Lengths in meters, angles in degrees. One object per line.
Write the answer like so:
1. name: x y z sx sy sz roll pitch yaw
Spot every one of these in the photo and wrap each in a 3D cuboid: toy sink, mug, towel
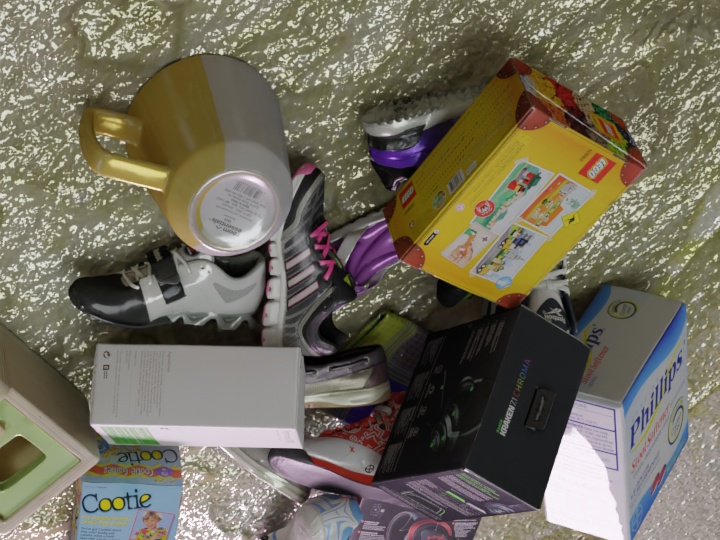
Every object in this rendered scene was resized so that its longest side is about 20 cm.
1. toy sink: -0.366 0.138 1.473 0.130 0.112 0.200 -37 126 7
2. mug: -0.144 -0.086 1.377 0.184 0.154 0.151 -18 127 -6
3. towel: 0.055 0.131 1.669 0.199 0.023 0.144 32 108 -33

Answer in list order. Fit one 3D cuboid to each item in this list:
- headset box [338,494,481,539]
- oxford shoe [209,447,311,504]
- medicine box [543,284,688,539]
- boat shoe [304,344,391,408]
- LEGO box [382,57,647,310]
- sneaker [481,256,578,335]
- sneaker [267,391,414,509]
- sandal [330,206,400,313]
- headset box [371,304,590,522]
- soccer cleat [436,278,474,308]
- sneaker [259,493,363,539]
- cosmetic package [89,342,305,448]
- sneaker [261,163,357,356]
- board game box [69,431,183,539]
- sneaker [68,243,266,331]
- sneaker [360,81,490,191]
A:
1. headset box: 0.051 0.270 1.708 0.146 0.075 0.202 4 127 -16
2. oxford shoe: -0.121 0.177 1.616 0.199 0.075 0.058 37 79 -30
3. medicine box: 0.273 0.153 1.652 0.182 0.102 0.202 -49 141 -41
4. boat shoe: -0.067 0.107 1.587 0.197 0.072 0.066 -2 97 -1
5. LEGO box: 0.140 -0.075 1.425 0.148 0.078 0.200 23 122 -32
6. sneaker: 0.190 0.012 1.570 0.079 0.130 0.201 9 119 -25
7. sneaker: 0.003 0.176 1.600 0.199 0.109 0.067 15 153 -15
8. sandal: -0.004 -0.005 1.542 0.202 0.050 0.083 -36 125 7
9. headset box: 0.120 0.142 1.503 0.092 0.199 0.176 30 65 -19
10. soccer cleat: 0.115 -0.058 1.546 0.080 0.068 0.202 22 107 -19
11. sneaker: -0.058 0.300 1.676 0.072 0.073 0.200 -4 155 -29
12. cosmetic package: -0.153 0.122 1.495 0.197 0.086 0.108 2 163 4
13. sneaker: -0.041 -0.004 1.487 0.086 0.074 0.203 12 111 14
14. board game box: -0.248 0.267 1.599 0.103 0.103 0.202 5 121 -13
15. sneaker: -0.182 0.004 1.477 0.198 0.074 0.089 0 123 -31
16. sneaker: 0.104 -0.120 1.475 0.197 0.070 0.101 -8 113 5
